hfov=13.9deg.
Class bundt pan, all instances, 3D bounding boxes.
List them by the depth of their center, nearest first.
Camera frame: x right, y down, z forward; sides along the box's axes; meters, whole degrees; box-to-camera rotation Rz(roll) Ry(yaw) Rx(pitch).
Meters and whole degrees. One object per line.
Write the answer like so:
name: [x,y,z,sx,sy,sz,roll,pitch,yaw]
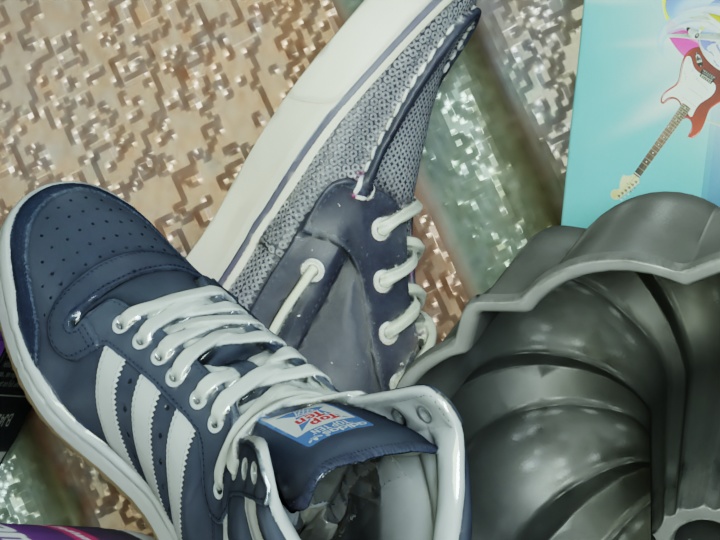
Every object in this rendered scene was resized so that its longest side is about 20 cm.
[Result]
bundt pan: [0.109,0.059,0.859,0.201,0.076,0.202,11,127,14]

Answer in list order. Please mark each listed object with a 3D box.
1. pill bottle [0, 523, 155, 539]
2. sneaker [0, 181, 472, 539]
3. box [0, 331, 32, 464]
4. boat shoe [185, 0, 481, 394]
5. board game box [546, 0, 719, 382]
pill bottle: [-0.105,0.130,0.872,0.111,0.200,0.112,-8,78,45]
sneaker: [-0.036,0.036,0.837,0.070,0.109,0.200,-21,68,-28]
box: [-0.211,0.008,0.953,0.200,0.122,0.106,29,93,14]
boat shoe: [0.000,0.000,0.937,0.093,0.075,0.200,36,102,7]
board game box: [0.141,-0.057,0.877,0.151,0.047,0.201,9,110,14]
